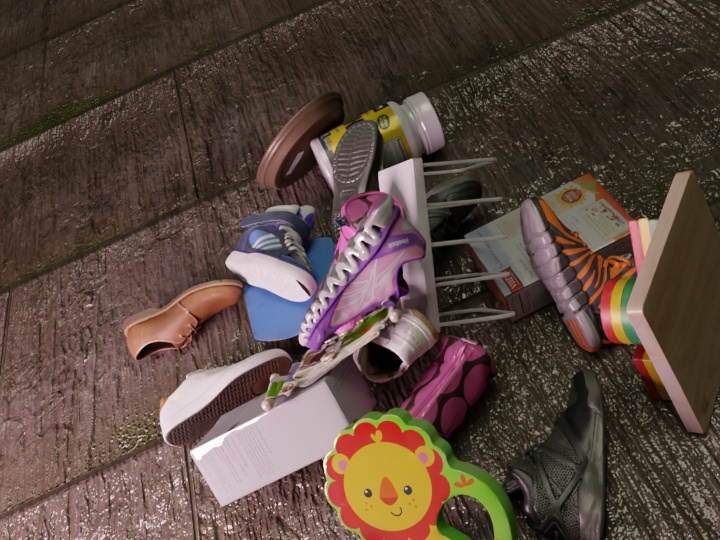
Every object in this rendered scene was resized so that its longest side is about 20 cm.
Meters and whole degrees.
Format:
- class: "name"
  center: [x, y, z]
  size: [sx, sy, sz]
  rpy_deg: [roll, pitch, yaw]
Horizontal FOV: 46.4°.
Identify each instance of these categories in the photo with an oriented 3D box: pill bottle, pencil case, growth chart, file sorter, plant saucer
- class: "pill bottle"
  center: [0.029, -0.199, 1.350]
  size: [0.197, 0.115, 0.115]
  rpy_deg: [-27, 42, -2]
- class: "pencil case"
  center: [0.079, 0.163, 0.975]
  size: [0.090, 0.094, 0.201]
  rpy_deg: [22, 59, 33]
- class: "growth chart"
  center: [-0.030, 0.090, 0.976]
  size: [0.198, 0.018, 0.145]
  rpy_deg: [-34, 7, -3]
- class: "file sorter"
  center: [0.108, -0.035, 1.052]
  size: [0.122, 0.204, 0.139]
  rpy_deg: [-7, 2, -16]
- class: "pencil case"
  center: [0.000, 0.000, 1.058]
  size: [0.089, 0.202, 0.095]
  rpy_deg: [-7, 50, -16]
- class: "plant saucer"
  center: [-0.092, -0.207, 1.382]
  size: [0.029, 0.201, 0.200]
  rpy_deg: [43, 70, 8]

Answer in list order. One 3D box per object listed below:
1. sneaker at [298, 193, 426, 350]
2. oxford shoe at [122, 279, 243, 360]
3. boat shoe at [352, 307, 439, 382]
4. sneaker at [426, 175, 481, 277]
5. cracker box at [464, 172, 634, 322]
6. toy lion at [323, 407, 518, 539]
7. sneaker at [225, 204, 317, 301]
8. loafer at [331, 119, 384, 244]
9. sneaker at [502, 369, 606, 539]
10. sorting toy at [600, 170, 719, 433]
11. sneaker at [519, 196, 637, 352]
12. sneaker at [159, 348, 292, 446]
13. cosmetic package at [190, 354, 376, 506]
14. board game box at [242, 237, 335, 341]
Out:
- class: "sneaker"
  center: [0.005, 0.018, 0.937]
  size: [0.201, 0.088, 0.081]
  rpy_deg: [-55, 8, 20]
- class: "oxford shoe"
  center: [-0.259, 0.077, 1.260]
  size: [0.197, 0.071, 0.072]
  rpy_deg: [-27, 60, 7]
- class: "boat shoe"
  center: [0.024, 0.101, 1.018]
  size: [0.071, 0.200, 0.069]
  rpy_deg: [45, 65, 0]
- class: "sneaker"
  center: [0.105, -0.047, 1.184]
  size: [0.198, 0.077, 0.115]
  rpy_deg: [-34, 45, -5]
- class: "cracker box"
  center: [0.255, -0.033, 1.122]
  size: [0.197, 0.058, 0.135]
  rpy_deg: [-26, 43, -1]
- class: "toy lion"
  center: [0.059, 0.239, 0.855]
  size: [0.196, 0.196, 0.068]
  rpy_deg: [-3, 5, 22]
- class: "sneaker"
  center: [-0.101, -0.042, 1.226]
  size: [0.198, 0.081, 0.147]
  rpy_deg: [12, 58, 49]
- class: "loafer"
  center: [0.000, -0.126, 1.264]
  size: [0.074, 0.069, 0.204]
  rpy_deg: [3, 77, 31]
- class: "sneaker"
  center: [0.210, 0.193, 0.908]
  size: [0.112, 0.077, 0.202]
  rpy_deg: [2, 54, 18]
- class: "sorting toy"
  center: [0.338, 0.035, 0.923]
  size: [0.069, 0.200, 0.201]
  rpy_deg: [-3, 45, 44]
- class: "sneaker"
  center: [0.277, -0.013, 1.025]
  size: [0.111, 0.203, 0.078]
  rpy_deg: [-27, 2, -7]
- class: "sneaker"
  center: [-0.189, 0.149, 1.139]
  size: [0.198, 0.073, 0.085]
  rpy_deg: [-30, 45, -3]
- class: "cosmetic package"
  center: [-0.088, 0.184, 0.990]
  size: [0.198, 0.082, 0.113]
  rpy_deg: [-31, 6, 17]
- class: "board game box"
  center: [-0.089, 0.038, 1.231]
  size: [0.156, 0.039, 0.201]
  rpy_deg: [-29, 37, 3]
